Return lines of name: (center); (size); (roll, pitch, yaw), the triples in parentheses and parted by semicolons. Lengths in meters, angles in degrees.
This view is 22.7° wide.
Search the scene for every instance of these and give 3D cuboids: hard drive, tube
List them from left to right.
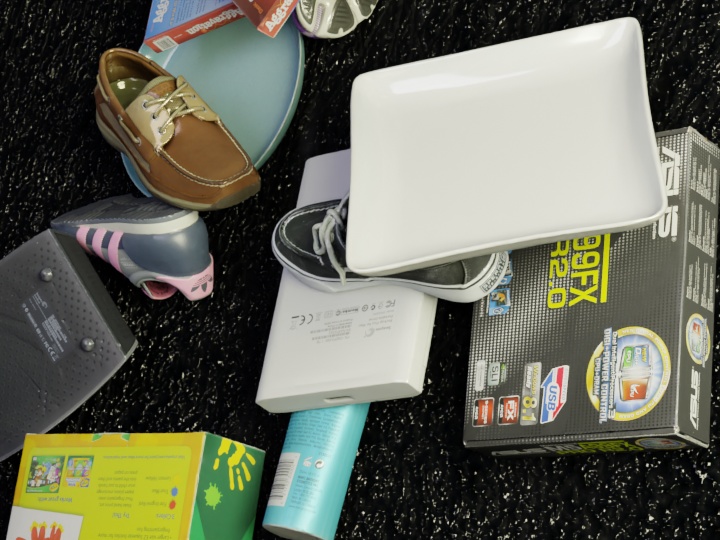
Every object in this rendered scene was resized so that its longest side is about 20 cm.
hard drive: (-0.271, 0.064, 1.459); (0.200, 0.042, 0.135); (-36, 82, 32)
tube: (-0.020, 0.092, 1.277); (0.077, 0.050, 0.200); (4, 71, 35)
hard drive: (0.000, 0.000, 1.275); (0.132, 0.026, 0.200); (-10, 56, 35)

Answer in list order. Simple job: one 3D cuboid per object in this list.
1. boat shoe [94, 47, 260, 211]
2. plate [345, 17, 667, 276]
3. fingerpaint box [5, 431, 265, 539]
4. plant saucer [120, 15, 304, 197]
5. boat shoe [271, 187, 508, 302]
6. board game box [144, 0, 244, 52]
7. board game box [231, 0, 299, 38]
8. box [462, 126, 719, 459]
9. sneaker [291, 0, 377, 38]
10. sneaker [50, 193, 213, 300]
boat shoe: (-0.152, -0.113, 1.389); (0.076, 0.074, 0.200); (-30, 42, -25)
plate: (0.091, -0.075, 1.153); (0.199, 0.032, 0.200); (-10, 42, 11)
fingerpaint box: (-0.175, 0.209, 1.341); (0.200, 0.073, 0.167); (-6, 69, 39)
plant saucer: (-0.117, -0.144, 1.457); (0.200, 0.027, 0.201); (-16, 64, 36)
boat shoe: (0.004, -0.023, 1.218); (0.199, 0.068, 0.074); (16, 73, 44)
board game box: (-0.119, -0.277, 1.478); (0.103, 0.019, 0.200); (-16, 52, 33)
board game box: (-0.082, -0.264, 1.381); (0.103, 0.019, 0.200); (-55, 39, 13)
box: (0.149, 0.018, 1.160); (0.160, 0.044, 0.201); (-8, 69, 39)
sneaker: (-0.034, -0.260, 1.415); (0.083, 0.080, 0.200); (-36, 45, 45)
sneaker: (-0.185, -0.015, 1.443); (0.200, 0.070, 0.082); (6, 118, 57)
